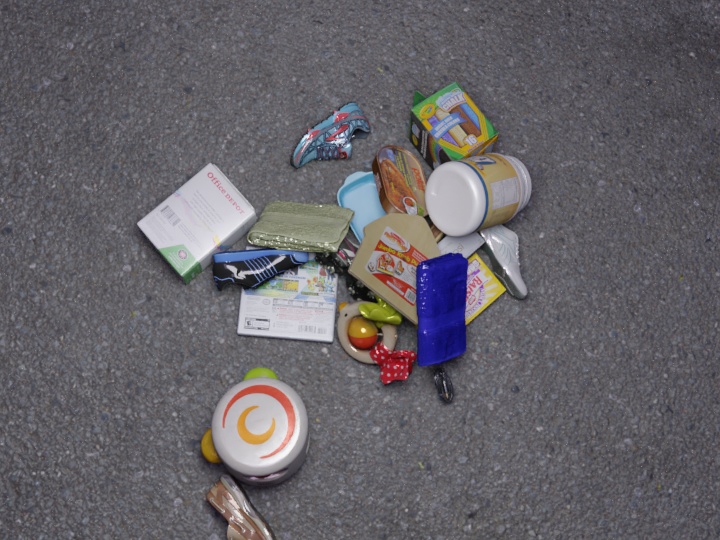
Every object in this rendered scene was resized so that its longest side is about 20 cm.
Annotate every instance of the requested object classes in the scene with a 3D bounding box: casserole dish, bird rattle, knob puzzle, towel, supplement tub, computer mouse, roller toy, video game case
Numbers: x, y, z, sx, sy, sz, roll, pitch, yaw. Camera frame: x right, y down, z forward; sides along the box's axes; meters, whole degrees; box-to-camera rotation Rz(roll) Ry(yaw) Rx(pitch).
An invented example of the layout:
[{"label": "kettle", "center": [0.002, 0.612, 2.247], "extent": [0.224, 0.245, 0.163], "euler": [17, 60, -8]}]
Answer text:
[{"label": "casserole dish", "center": [0.030, -0.113, 1.773], "extent": [0.120, 0.039, 0.202], "euler": [-28, 80, -12]}, {"label": "bird rattle", "center": [0.031, 0.128, 1.673], "extent": [0.160, 0.203, 0.113], "euler": [5, 32, 26]}, {"label": "knob puzzle", "center": [0.079, -0.023, 1.641], "extent": [0.216, 0.030, 0.224], "euler": [10, 70, -26]}, {"label": "towel", "center": [-0.119, -0.092, 1.700], "extent": [0.196, 0.037, 0.149], "euler": [5, 37, 12]}, {"label": "supplement tub", "center": [0.239, -0.157, 1.689], "extent": [0.198, 0.144, 0.146], "euler": [-18, 75, -44]}, {"label": "computer mouse", "center": [0.157, 0.165, 1.696], "extent": [0.058, 0.034, 0.205], "euler": [1, 81, -40]}, {"label": "towel", "center": [0.162, 0.075, 1.621], "extent": [0.147, 0.049, 0.204], "euler": [-17, 109, -50]}, {"label": "roller toy", "center": [-0.187, 0.309, 1.588], "extent": [0.181, 0.140, 0.201], "euler": [36, 69, 15]}, {"label": "video game case", "center": [-0.146, 0.049, 1.722], "extent": [0.196, 0.022, 0.186], "euler": [5, 75, -3]}]

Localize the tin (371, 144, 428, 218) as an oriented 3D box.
[{"label": "tin", "center": [0.086, -0.178, 1.755], "extent": [0.110, 0.042, 0.203], "euler": [5, 51, -21]}]

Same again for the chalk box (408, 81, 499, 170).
[{"label": "chalk box", "center": [0.182, -0.302, 1.785], "extent": [0.123, 0.125, 0.201], "euler": [-31, 72, -12]}]

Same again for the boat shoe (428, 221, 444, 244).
[{"label": "boat shoe", "center": [0.098, -0.050, 1.705], "extent": [0.199, 0.072, 0.068], "euler": [-41, 96, -24]}]

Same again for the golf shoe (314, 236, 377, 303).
[{"label": "golf shoe", "center": [0.000, 0.000, 1.715], "extent": [0.200, 0.077, 0.088], "euler": [48, 55, -8]}]

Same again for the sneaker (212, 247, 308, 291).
[{"label": "sneaker", "center": [-0.199, -0.003, 1.691], "extent": [0.196, 0.070, 0.080], "euler": [-4, 97, -12]}]

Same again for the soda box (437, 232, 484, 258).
[{"label": "soda box", "center": [0.162, -0.014, 1.744], "extent": [0.199, 0.068, 0.064], "euler": [-40, 83, -14]}]

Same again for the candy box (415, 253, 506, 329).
[{"label": "candy box", "center": [0.199, 0.065, 1.749], "extent": [0.199, 0.026, 0.103], "euler": [-40, 86, -13]}]

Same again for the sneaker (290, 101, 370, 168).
[{"label": "sneaker", "center": [-0.060, -0.272, 1.785], "extent": [0.199, 0.079, 0.096], "euler": [-39, 84, -13]}]

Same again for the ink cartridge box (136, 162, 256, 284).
[{"label": "ink cartridge box", "center": [-0.328, -0.096, 1.708], "extent": [0.200, 0.088, 0.146], "euler": [-42, 83, -12]}]

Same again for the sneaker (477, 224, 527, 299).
[{"label": "sneaker", "center": [0.306, -0.037, 1.764], "extent": [0.079, 0.071, 0.203], "euler": [-25, 78, -14]}]

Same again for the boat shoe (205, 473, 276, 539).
[{"label": "boat shoe", "center": [-0.218, 0.481, 1.580], "extent": [0.071, 0.076, 0.201], "euler": [-37, 72, -9]}]
